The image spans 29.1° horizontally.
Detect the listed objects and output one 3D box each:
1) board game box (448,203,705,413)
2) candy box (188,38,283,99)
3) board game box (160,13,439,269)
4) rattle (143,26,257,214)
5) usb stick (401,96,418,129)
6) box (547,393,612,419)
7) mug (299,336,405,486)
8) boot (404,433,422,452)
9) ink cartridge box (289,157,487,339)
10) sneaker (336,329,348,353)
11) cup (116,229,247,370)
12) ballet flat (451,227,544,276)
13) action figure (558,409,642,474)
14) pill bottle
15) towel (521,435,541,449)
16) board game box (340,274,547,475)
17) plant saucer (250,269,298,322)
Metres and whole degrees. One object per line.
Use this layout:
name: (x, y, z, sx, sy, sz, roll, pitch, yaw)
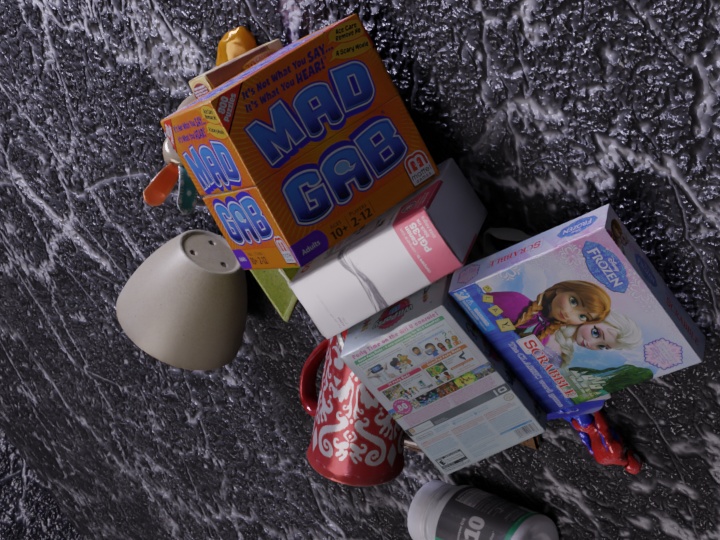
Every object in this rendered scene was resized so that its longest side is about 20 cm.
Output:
board game box: (0.229, 0.047, 1.465, 0.198, 0.041, 0.200, -25, 118, 34)
candy box: (-0.113, -0.165, 1.689, 0.055, 0.115, 0.202, -3, 114, 59)
board game box: (-0.071, -0.138, 1.563, 0.202, 0.199, 0.199, 61, 159, -11)
rattle: (-0.191, -0.181, 1.717, 0.130, 0.200, 0.143, 46, 149, 5)
usb stick: (0.063, -0.112, 1.626, 0.055, 0.032, 0.202, 20, 139, 50)
box: (0.207, 0.085, 1.562, 0.118, 0.042, 0.201, -10, 128, 26)
mug: (-0.015, 0.158, 1.832, 0.175, 0.133, 0.203, 15, 116, 17)
boot: (0.050, 0.157, 1.907, 0.198, 0.070, 0.148, 22, 130, 20)
ink cartridge box: (0.032, -0.024, 1.571, 0.199, 0.147, 0.083, -29, 106, 28)
sneaker: (0.059, 0.112, 1.642, 0.200, 0.077, 0.085, 42, 137, -8)
cup: (-0.245, 0.027, 2.054, 0.200, 0.200, 0.144, 39, 122, 17)
ballet flat: (0.147, -0.016, 1.597, 0.198, 0.068, 0.068, -7, 114, 43)
action figure: (0.261, 0.171, 1.659, 0.200, 0.052, 0.065, 45, 154, 1)
pill bottle: (0.167, 0.366, 1.925, 0.199, 0.113, 0.114, 14, 135, 44)
towel: (0.156, 0.134, 1.784, 0.146, 0.022, 0.202, 16, 137, 43)
board game box: (0.096, 0.120, 1.549, 0.147, 0.065, 0.200, -28, 115, 28)
plant saucer: (-0.130, -0.041, 1.886, 0.201, 0.048, 0.200, 56, 166, 6)
